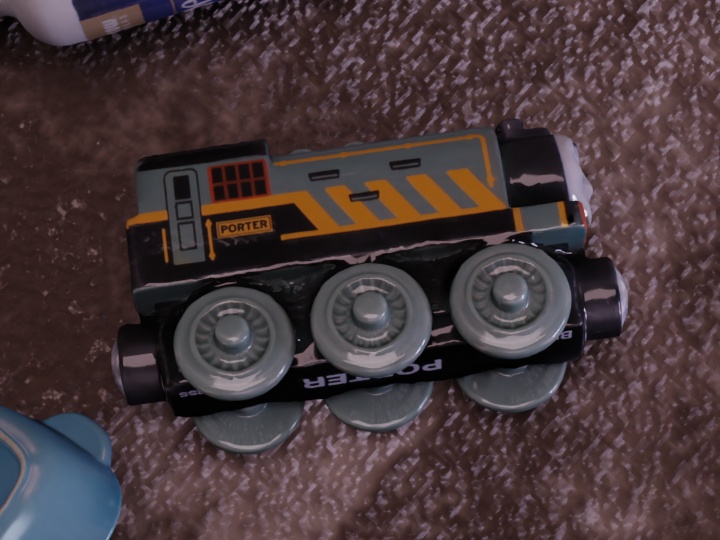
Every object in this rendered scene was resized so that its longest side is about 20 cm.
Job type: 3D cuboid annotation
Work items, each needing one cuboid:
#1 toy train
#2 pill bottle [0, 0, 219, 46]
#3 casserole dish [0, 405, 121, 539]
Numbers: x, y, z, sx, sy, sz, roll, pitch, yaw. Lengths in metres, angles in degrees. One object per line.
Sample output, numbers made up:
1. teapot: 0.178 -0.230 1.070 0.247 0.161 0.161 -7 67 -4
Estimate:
1. toy train: 0.000 0.000 0.920 0.200 0.085 0.114 -9 66 0
2. pill bottle: -0.093 -0.154 0.945 0.200 0.111 0.111 -17 75 -2
3. casserole dish: -0.172 0.125 0.878 0.200 0.039 0.121 -52 36 -10
